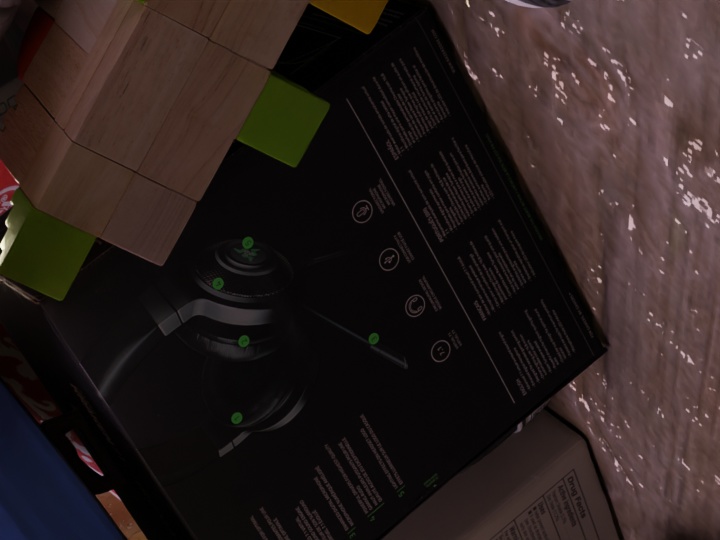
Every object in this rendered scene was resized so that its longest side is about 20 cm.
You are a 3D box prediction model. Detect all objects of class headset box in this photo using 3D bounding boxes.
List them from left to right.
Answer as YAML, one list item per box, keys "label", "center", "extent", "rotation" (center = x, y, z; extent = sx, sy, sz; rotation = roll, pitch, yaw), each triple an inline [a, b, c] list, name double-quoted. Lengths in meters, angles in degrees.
- label: "headset box"
  center: [-0.033, 0.017, 0.890]
  extent: [0.093, 0.200, 0.174]
  rotation: [24, 150, 57]

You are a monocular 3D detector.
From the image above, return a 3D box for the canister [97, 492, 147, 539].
- label: "canister"
  center: [-0.107, 0.058, 1.186]
  extent: [0.149, 0.200, 0.087]
  rotation: [53, 165, -5]

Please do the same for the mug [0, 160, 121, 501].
- label: "mug"
  center: [-0.103, 0.013, 1.037]
  extent: [0.200, 0.133, 0.178]
  rotation: [44, -143, -42]

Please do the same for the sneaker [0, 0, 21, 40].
- label: "sneaker"
  center: [-0.163, -0.134, 0.797]
  extent: [0.112, 0.078, 0.200]
  rotation: [27, 125, -16]

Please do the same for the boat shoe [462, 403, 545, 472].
- label: "boat shoe"
  center: [0.000, 0.000, 1.010]
  extent: [0.200, 0.064, 0.071]
  rotation: [51, 165, 3]

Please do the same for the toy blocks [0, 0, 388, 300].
- label: "toy blocks"
  center: [-0.073, -0.097, 0.801]
  extent: [0.100, 0.200, 0.137]
  rotation: [25, -172, -27]

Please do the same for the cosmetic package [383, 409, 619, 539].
- label: "cosmetic package"
  center: [0.019, 0.152, 1.045]
  extent: [0.073, 0.200, 0.104]
  rotation: [35, 157, 42]

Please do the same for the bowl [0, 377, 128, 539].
- label: "bowl"
  center: [-0.128, 0.098, 0.897]
  extent: [0.201, 0.039, 0.201]
  rotation: [49, 168, 15]

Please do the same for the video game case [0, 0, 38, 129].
- label: "video game case"
  center: [-0.170, -0.140, 0.907]
  extent: [0.023, 0.182, 0.200]
  rotation: [0, 117, 35]

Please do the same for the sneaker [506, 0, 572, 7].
- label: "sneaker"
  center: [0.009, -0.161, 0.654]
  extent: [0.200, 0.074, 0.087]
  rotation: [57, 176, 4]
